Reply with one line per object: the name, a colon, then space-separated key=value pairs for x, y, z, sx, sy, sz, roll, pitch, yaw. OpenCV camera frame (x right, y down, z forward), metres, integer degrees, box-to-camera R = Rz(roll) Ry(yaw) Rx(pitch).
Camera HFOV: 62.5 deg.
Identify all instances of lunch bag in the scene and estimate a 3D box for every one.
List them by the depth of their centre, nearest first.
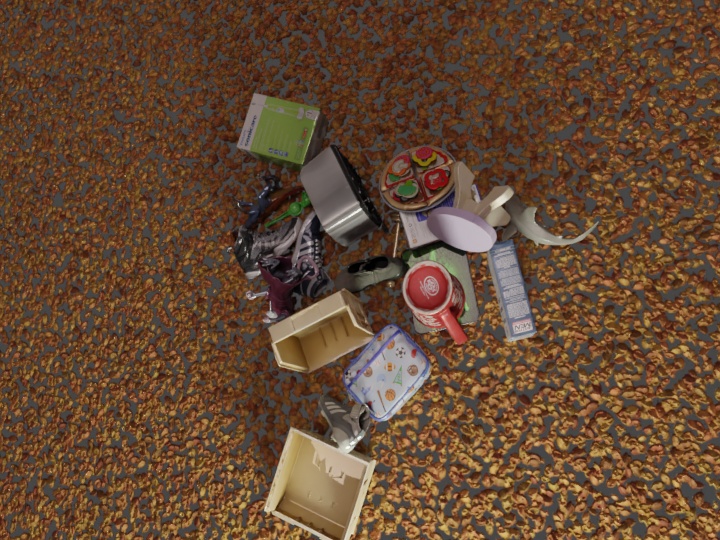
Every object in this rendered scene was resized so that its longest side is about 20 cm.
lunch bag: x=0.055 y=0.233 z=1.355 sx=0.200 sy=0.075 sz=0.160 roll=-46 pitch=71 yaw=2

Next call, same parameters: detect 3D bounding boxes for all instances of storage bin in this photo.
storage bin: x=-0.090 y=0.485 z=1.330 sx=0.194 sy=0.094 sz=0.205 roll=18 pitch=85 yaw=16
storage bin: x=-0.083 y=0.140 z=1.342 sx=0.195 sy=0.198 sz=0.096 roll=-26 pitch=71 yaw=8

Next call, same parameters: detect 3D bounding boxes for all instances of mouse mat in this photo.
mouse mat: x=0.185 y=0.034 z=1.389 sx=0.156 sy=0.008 sz=0.207 roll=-13 pitch=78 yaw=12

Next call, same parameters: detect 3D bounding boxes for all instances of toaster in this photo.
toaster: x=-0.038 y=-0.164 z=1.394 sx=0.116 sy=0.180 sz=0.204 roll=-30 pitch=74 yaw=10

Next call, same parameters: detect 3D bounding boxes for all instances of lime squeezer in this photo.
lime squeezer: x=-0.162 y=-0.163 z=1.486 sx=0.199 sy=0.070 sz=0.038 roll=-39 pitch=85 yaw=36

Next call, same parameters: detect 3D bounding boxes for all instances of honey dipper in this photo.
honey dipper: x=0.086 y=-0.060 z=1.419 sx=0.037 sy=0.038 sz=0.208 roll=6 pitch=86 yaw=15

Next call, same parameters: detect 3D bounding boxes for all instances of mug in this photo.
mug: x=0.174 y=0.059 z=1.280 sx=0.174 sy=0.200 sz=0.136 roll=29 pitch=87 yaw=17

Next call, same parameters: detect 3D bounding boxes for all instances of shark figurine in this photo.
shark figurine: x=0.396 y=-0.104 z=1.296 sx=0.211 sy=0.091 sz=0.128 roll=29 pitch=58 yaw=23

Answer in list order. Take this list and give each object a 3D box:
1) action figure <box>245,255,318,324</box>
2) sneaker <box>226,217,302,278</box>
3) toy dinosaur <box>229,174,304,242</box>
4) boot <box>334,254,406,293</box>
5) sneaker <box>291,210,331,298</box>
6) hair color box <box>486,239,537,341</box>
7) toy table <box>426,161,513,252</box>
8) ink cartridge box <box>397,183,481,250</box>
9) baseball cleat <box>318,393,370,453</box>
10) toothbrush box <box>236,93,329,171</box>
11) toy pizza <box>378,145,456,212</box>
action figure: x=-0.188 y=0.049 z=1.410 sx=0.145 sy=0.204 sz=0.135 roll=-21 pitch=52 yaw=-24
sneaker: x=-0.239 y=-0.081 z=1.460 sx=0.199 sy=0.076 sz=0.114 roll=-42 pitch=110 yaw=7
toy dinosaur: x=-0.258 y=-0.148 z=1.498 sx=0.194 sy=0.105 sz=0.187 roll=19 pitch=105 yaw=5
boot: x=0.000 y=0.000 z=1.366 sx=0.195 sy=0.130 sz=0.070 roll=-17 pitch=76 yaw=26
sneaker: x=-0.109 y=-0.033 z=1.443 sx=0.106 sy=0.070 sz=0.206 roll=22 pitch=93 yaw=22
hair color box: x=0.329 y=0.046 z=1.300 sx=0.058 sy=0.100 sz=0.207 roll=-13 pitch=78 yaw=8
toy table: x=0.237 y=-0.128 z=1.278 sx=0.119 sy=0.184 sz=0.198 roll=-54 pitch=35 yaw=-12
ink cartridge box: x=0.192 y=-0.125 z=1.385 sx=0.194 sy=0.037 sz=0.098 roll=-18 pitch=82 yaw=1
baseball cleat: x=-0.031 y=0.323 z=1.323 sx=0.105 sy=0.070 sz=0.200 roll=-38 pitch=29 yaw=-1
toothbrush box: x=-0.197 y=-0.348 z=1.513 sx=0.194 sy=0.086 sz=0.151 roll=16 pitch=85 yaw=16
toy pizza: x=0.134 y=-0.223 z=1.393 sx=0.193 sy=0.032 sz=0.206 roll=-10 pitch=55 yaw=14
